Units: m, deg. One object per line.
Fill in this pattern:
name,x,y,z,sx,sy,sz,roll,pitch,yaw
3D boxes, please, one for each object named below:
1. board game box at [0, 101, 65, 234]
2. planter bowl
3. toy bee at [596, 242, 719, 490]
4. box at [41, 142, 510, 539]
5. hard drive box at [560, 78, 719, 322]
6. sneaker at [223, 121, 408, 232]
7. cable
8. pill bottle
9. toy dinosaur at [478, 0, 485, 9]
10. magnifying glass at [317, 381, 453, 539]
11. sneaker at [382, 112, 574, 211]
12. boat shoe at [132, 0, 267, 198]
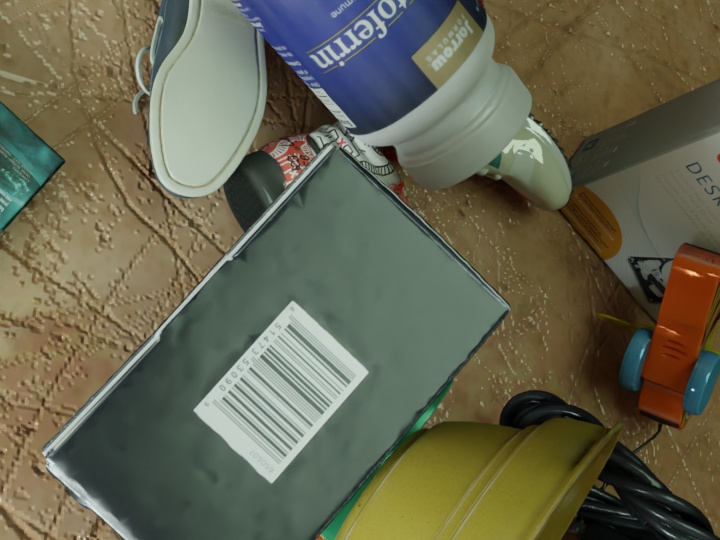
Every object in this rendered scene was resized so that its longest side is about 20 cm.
board game box,-0.281,-0.081,0.678,0.200,0.028,0.136,44,60,-16
planter bowl,0.039,0.137,0.596,0.083,0.201,0.201,32,57,16
toy bee,0.231,0.073,0.926,0.131,0.200,0.109,41,23,17
box,-0.048,0.061,0.648,0.124,0.197,0.200,43,80,-3
hard drive box,0.264,-0.050,0.909,0.156,0.200,0.077,47,59,-13
sneaker,0.000,-0.001,0.812,0.108,0.067,0.202,-28,91,-31
cable,0.174,0.147,0.806,0.051,0.200,0.164,-42,112,-14
pill bottle,0.012,-0.151,0.764,0.200,0.115,0.116,46,59,-23
toy dinosaur,0.060,-0.251,0.832,0.181,0.104,0.201,-26,100,-70
magnifying glass,-0.007,0.138,0.720,0.022,0.200,0.080,37,17,4
sneaker,0.064,-0.097,0.886,0.200,0.070,0.094,45,77,-17
boat shoe,-0.103,-0.135,0.783,0.074,0.062,0.201,11,70,-28
